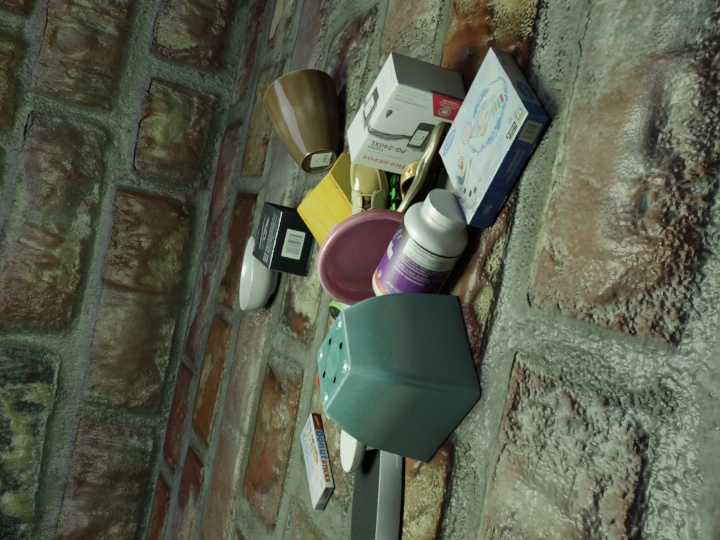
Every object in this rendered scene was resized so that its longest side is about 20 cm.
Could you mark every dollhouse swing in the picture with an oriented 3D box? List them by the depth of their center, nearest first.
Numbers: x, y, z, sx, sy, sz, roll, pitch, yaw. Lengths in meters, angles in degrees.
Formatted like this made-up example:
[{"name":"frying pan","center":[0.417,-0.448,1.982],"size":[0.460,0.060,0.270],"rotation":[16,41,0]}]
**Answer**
[{"name":"dollhouse swing","center":[-0.017,-0.168,1.915],"size":[0.183,0.175,0.200],"rotation":[55,148,2]}]

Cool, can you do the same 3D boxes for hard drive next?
[{"name":"hard drive","center":[0.026,0.405,1.506],"size":[0.135,0.041,0.205],"rotation":[149,129,-62]}]

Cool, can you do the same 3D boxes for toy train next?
[{"name":"toy train","center":[0.071,-0.088,1.645],"size":[0.057,0.041,0.204],"rotation":[119,155,-62]}]

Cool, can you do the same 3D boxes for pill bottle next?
[{"name":"pill bottle","center":[0.103,-0.030,1.430],"size":[0.114,0.110,0.202],"rotation":[-103,32,-47]}]

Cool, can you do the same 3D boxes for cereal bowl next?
[{"name":"cereal bowl","center":[-0.274,0.013,2.404],"size":[0.200,0.081,0.205],"rotation":[-171,90,-74]}]

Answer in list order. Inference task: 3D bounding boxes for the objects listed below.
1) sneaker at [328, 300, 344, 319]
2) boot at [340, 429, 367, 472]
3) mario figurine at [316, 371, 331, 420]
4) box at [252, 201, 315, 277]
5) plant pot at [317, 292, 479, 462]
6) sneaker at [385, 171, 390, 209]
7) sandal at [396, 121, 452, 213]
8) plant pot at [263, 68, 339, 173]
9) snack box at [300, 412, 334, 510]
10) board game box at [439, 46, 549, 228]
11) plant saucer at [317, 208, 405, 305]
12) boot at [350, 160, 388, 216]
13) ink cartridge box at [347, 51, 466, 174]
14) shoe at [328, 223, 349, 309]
[{"name":"sneaker","center":[-0.020,0.112,1.725],"size":[0.200,0.075,0.086],"rotation":[-148,75,-69]},{"name":"boot","center":[0.024,0.252,1.528],"size":[0.072,0.088,0.205],"rotation":[-167,86,-66]},{"name":"mario figurine","center":[-0.030,0.215,1.650],"size":[0.124,0.106,0.199],"rotation":[-51,23,-17]},{"name":"box","center":[-0.193,-0.082,2.225],"size":[0.200,0.102,0.151],"rotation":[-145,68,-68]},{"name":"plant pot","center":[0.042,0.156,1.376],"size":[0.199,0.196,0.197],"rotation":[-100,30,-42]},{"name":"sneaker","center":[0.035,-0.162,1.745],"size":[0.104,0.058,0.205],"rotation":[-80,-10,-77]},{"name":"sandal","center":[0.103,-0.172,1.535],"size":[0.054,0.080,0.203],"rotation":[32,111,24]},{"name":"plant pot","center":[-0.123,-0.344,2.114],"size":[0.188,0.183,0.203],"rotation":[-52,48,48]},{"name":"snack box","center":[-0.092,0.396,1.838],"size":[0.202,0.024,0.073],"rotation":[-107,33,-50]},{"name":"board game box","center":[0.200,-0.207,1.361],"size":[0.201,0.042,0.202],"rotation":[-105,32,-48]},{"name":"plant saucer","center":[0.018,-0.028,1.522],"size":[0.203,0.196,0.051],"rotation":[-65,29,32]},{"name":"boot","center":[0.010,-0.102,1.616],"size":[0.156,0.071,0.204],"rotation":[-71,-21,-65]},{"name":"ink cartridge box","center":[0.079,-0.271,1.565],"size":[0.201,0.142,0.085],"rotation":[124,147,-45]},{"name":"shoe","center":[0.000,0.000,1.716],"size":[0.071,0.090,0.203],"rotation":[-44,45,35]}]
